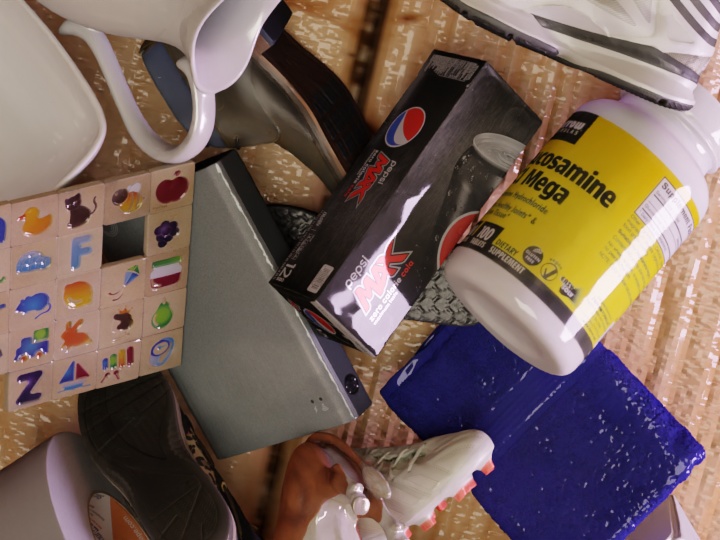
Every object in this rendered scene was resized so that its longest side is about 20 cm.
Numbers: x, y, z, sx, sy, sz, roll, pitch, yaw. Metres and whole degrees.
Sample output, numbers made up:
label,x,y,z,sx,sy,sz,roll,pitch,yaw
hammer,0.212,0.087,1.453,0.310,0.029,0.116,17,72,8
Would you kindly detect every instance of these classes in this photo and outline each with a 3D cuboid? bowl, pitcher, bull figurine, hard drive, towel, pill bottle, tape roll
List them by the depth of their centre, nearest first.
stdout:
label,x,y,z,sx,sy,sz,roll,pitch,yaw
pitcher,-0.153,-0.182,1.493,0.199,0.121,0.173,34,112,22
bowl,-0.287,-0.097,1.515,0.200,0.075,0.200,-39,83,-11
pill bottle,0.157,-0.039,1.521,0.112,0.112,0.200,43,79,-10
bull figurine,-0.025,0.214,1.551,0.065,0.121,0.202,-3,101,-33
hard drive,-0.092,0.026,1.584,0.139,0.033,0.201,-19,104,40
tape roll,-0.183,0.214,1.590,0.066,0.200,0.201,-31,103,11
towel,0.127,0.104,1.592,0.200,0.049,0.148,47,108,13

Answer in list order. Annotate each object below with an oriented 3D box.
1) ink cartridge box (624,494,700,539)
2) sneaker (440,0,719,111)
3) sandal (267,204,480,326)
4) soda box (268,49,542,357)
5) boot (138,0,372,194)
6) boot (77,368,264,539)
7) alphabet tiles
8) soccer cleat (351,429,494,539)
label,x,y,z,sx,sy,sz,roll,pitch,yaw
ink cartridge box,0.213,0.285,1.652,0.144,0.083,0.201,-29,103,11
sneaker,0.141,-0.191,1.469,0.199,0.076,0.116,24,95,5
sandal,0.000,0.000,1.596,0.198,0.045,0.076,10,100,7
soda box,0.031,-0.046,1.524,0.071,0.063,0.201,43,77,-32
boot,-0.064,-0.106,1.569,0.096,0.075,0.201,-28,101,27
boot,-0.123,0.162,1.621,0.073,0.200,0.151,-35,140,-5
alphabet tiles,-0.202,0.018,1.512,0.199,0.008,0.168,-14,129,-28
soccer cleat,0.016,0.149,1.593,0.078,0.069,0.200,53,137,0
